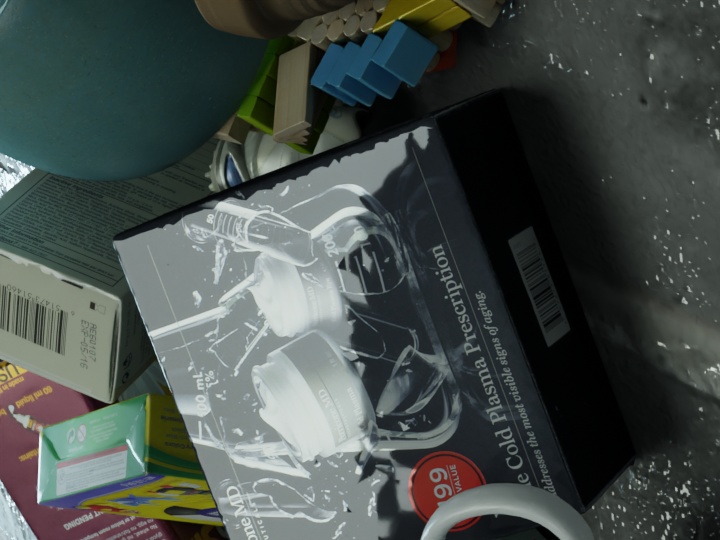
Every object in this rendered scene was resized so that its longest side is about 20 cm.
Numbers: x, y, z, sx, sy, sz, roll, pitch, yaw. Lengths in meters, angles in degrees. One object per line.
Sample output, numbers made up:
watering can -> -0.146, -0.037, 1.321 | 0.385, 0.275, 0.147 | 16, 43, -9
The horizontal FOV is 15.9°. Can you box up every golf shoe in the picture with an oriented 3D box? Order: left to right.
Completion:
golf shoe -> 0.000, 0.000, 1.359 | 0.097, 0.078, 0.200 | -13, 122, 25

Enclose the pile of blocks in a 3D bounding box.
pile of blocks -> 0.001, -0.096, 1.249 | 0.200, 0.062, 0.082 | -18, 55, 41

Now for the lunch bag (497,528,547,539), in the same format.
lunch bag -> 0.024, 0.211, 1.374 | 0.077, 0.160, 0.200 | 50, 147, 27

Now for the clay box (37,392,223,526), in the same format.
clay box -> -0.060, 0.109, 1.389 | 0.115, 0.200, 0.048 | -20, 64, 52

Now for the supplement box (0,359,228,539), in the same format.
supplement box -> -0.133, 0.118, 1.480 | 0.086, 0.110, 0.200 | -26, 100, 27

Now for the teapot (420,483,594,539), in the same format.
teapot -> 0.139, 0.192, 1.162 | 0.146, 0.199, 0.198 | -57, 46, 40

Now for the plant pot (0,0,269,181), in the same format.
plant pot -> -0.158, -0.146, 1.235 | 0.200, 0.135, 0.201 | 0, 89, 30

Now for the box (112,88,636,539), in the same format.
box -> 0.008, 0.039, 1.253 | 0.182, 0.104, 0.201 | -20, 94, 24

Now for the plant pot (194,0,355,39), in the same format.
plant pot -> -0.003, -0.197, 1.156 | 0.092, 0.201, 0.201 | 13, 128, 15

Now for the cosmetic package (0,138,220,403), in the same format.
cosmetic package -> -0.124, -0.023, 1.389 | 0.103, 0.200, 0.073 | 22, 127, 18
